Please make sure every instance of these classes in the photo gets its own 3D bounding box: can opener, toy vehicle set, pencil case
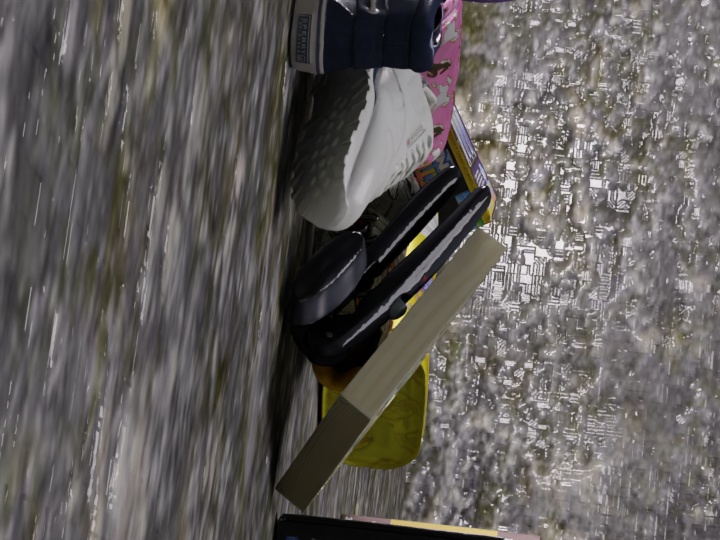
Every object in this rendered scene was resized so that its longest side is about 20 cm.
[{"bbox_3d":[0.023,-0.005,1.450,0.200,0.063,0.079,-37,164,-34],"label":"can opener"},{"bbox_3d":[0.022,0.067,1.469,0.200,0.026,0.124,-49,175,-42],"label":"toy vehicle set"},{"bbox_3d":[0.037,-0.163,1.724,0.200,0.086,0.083,89,11,-59],"label":"pencil case"}]

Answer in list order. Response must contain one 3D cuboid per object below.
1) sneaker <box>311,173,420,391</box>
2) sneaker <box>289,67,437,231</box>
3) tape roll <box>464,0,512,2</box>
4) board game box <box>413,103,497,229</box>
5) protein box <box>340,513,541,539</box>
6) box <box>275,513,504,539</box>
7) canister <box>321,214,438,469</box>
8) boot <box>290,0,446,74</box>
[{"bbox_3d":[0.000,0.000,1.522,0.082,0.077,0.201,-75,170,-56],"label":"sneaker"},{"bbox_3d":[0.010,-0.085,1.376,0.076,0.080,0.200,-36,-157,32],"label":"sneaker"},{"bbox_3d":[0.094,-0.304,1.548,0.085,0.199,0.201,84,12,-73],"label":"tape roll"},{"bbox_3d":[0.067,-0.118,1.945,0.200,0.057,0.166,-49,117,-82],"label":"board game box"},{"bbox_3d":[0.068,0.364,2.085,0.135,0.199,0.199,-80,174,-48],"label":"protein box"},{"bbox_3d":[0.012,0.284,1.489,0.086,0.163,0.201,85,12,-71],"label":"box"},{"bbox_3d":[0.020,0.045,1.795,0.200,0.086,0.149,-82,175,-47],"label":"canister"},{"bbox_3d":[0.013,-0.173,1.367,0.200,0.090,0.073,-76,171,-61],"label":"boot"}]
